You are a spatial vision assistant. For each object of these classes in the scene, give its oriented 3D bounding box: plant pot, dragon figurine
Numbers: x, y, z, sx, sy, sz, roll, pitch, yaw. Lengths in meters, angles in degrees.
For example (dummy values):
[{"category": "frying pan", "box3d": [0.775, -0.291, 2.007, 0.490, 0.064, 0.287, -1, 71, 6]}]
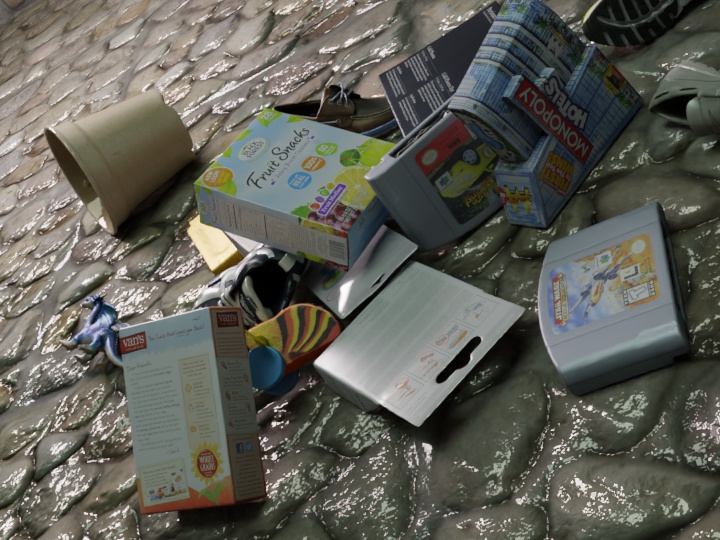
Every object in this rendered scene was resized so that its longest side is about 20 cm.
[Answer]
[{"category": "plant pot", "box3d": [-0.375, -0.189, 1.861, 0.183, 0.201, 0.200, -34, 29, -18]}, {"category": "dragon figurine", "box3d": [-0.340, 0.082, 1.568, 0.200, 0.059, 0.100, 6, 52, 51]}]

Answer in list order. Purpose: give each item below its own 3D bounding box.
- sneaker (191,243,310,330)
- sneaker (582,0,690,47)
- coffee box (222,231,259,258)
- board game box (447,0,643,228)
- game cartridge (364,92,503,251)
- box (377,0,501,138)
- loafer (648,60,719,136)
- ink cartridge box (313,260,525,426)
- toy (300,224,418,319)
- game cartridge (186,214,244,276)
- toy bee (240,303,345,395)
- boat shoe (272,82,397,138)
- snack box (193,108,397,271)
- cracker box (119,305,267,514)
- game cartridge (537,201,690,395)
[{"category": "sneaker", "box3d": [-0.139, 0.040, 1.352, 0.199, 0.080, 0.130, -38, 9, 11]}, {"category": "sneaker", "box3d": [0.356, -0.341, 1.416, 0.200, 0.078, 0.090, -31, 23, 0]}, {"category": "coffee box", "box3d": [-0.067, -0.079, 1.482, 0.200, 0.080, 0.114, -43, 32, -8]}, {"category": "board game box", "box3d": [0.195, -0.160, 1.255, 0.062, 0.200, 0.200, 11, 70, 52]}, {"category": "game cartridge", "box3d": [0.115, -0.120, 1.299, 0.200, 0.133, 0.041, -42, 32, -5]}, {"category": "box", "box3d": [0.137, -0.212, 1.427, 0.182, 0.104, 0.200, -32, 32, 10]}, {"category": "loafer", "box3d": [0.366, -0.162, 1.170, 0.070, 0.070, 0.200, -44, 24, -2]}, {"category": "ink cartridge box", "box3d": [0.062, 0.081, 1.177, 0.163, 0.057, 0.200, -46, 37, -14]}, {"category": "toy", "box3d": [0.000, 0.000, 1.344, 0.115, 0.047, 0.200, -44, 26, -4]}, {"category": "game cartridge", "box3d": [-0.146, -0.087, 1.621, 0.200, 0.032, 0.176, -38, 31, -3]}, {"category": "toy bee", "box3d": [-0.120, 0.090, 1.267, 0.200, 0.131, 0.109, -32, 71, -17]}, {"category": "boat shoe", "box3d": [-0.032, -0.218, 1.614, 0.199, 0.073, 0.072, -13, 34, 15]}, {"category": "snack box", "box3d": [-0.065, -0.099, 1.352, 0.199, 0.068, 0.169, 16, 46, 20]}, {"category": "cracker box", "box3d": [-0.176, 0.146, 1.209, 0.134, 0.058, 0.201, -13, 82, 34]}, {"category": "game cartridge", "box3d": [0.232, 0.024, 1.088, 0.133, 0.042, 0.200, -19, 35, 21]}]
